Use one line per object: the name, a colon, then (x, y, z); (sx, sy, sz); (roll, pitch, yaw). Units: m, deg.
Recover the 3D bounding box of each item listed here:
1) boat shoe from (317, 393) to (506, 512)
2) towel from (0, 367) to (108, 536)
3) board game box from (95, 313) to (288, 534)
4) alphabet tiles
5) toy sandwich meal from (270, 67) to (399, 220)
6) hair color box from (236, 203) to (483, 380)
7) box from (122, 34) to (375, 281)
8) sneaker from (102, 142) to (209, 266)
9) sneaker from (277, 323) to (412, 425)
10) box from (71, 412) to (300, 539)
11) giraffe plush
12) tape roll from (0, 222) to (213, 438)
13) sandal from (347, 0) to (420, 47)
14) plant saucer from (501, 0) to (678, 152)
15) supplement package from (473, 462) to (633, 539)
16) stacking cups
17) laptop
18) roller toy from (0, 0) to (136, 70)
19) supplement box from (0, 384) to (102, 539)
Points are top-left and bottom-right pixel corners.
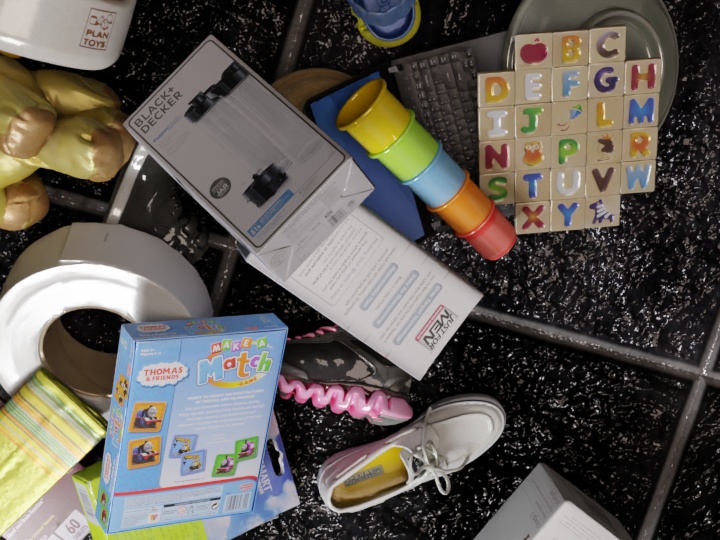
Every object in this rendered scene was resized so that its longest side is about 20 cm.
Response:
boat shoe: (0.054, 0.185, 1.494); (0.202, 0.086, 0.075); (-21, 104, -1)
towel: (-0.328, 0.182, 1.415); (0.086, 0.018, 0.200); (44, 106, -8)
board game box: (-0.154, 0.138, 1.377); (0.151, 0.037, 0.200); (-3, 118, -31)
alphabet tiles: (0.190, -0.126, 1.387); (0.166, 0.006, 0.200); (-5, 119, -2)
toy sandwich meal: (-0.053, -0.096, 1.422); (0.205, 0.070, 0.205); (-2, 94, -34)
hair color box: (0.000, 0.000, 1.364); (0.200, 0.061, 0.099); (35, 94, -18)
box: (-0.098, -0.098, 1.296); (0.117, 0.060, 0.200); (-45, 59, -2)
sneaker: (-0.178, -0.070, 1.420); (0.099, 0.071, 0.200); (19, 106, -12)
sneaker: (-0.038, 0.085, 1.478); (0.200, 0.079, 0.095); (16, 79, -11)
box: (-0.165, 0.211, 1.464); (0.200, 0.048, 0.122); (-23, 107, -29)
giraffe plush: (-0.319, -0.100, 1.358); (0.200, 0.173, 0.162); (26, 109, -7)
tape roll: (-0.239, 0.057, 1.405); (0.202, 0.071, 0.202); (1, 124, 2)
sandal: (-0.001, -0.295, 1.378); (0.079, 0.087, 0.200); (-32, 103, 3)
plant saucer: (0.227, -0.188, 1.413); (0.200, 0.050, 0.200); (-5, 101, -27)
supplement package: (0.171, 0.316, 1.522); (0.117, 0.117, 0.200); (38, 96, -13)
stacking cups: (0.066, -0.084, 1.365); (0.061, 0.061, 0.200); (-45, 111, 5)
laptop: (0.071, -0.107, 1.400); (0.200, 0.103, 0.177); (-13, 108, 12)
roller toy: (-0.283, -0.250, 1.302); (0.182, 0.200, 0.140); (15, 102, -16)
supplement box: (-0.338, 0.184, 1.462); (0.200, 0.061, 0.109); (41, 96, -13)
